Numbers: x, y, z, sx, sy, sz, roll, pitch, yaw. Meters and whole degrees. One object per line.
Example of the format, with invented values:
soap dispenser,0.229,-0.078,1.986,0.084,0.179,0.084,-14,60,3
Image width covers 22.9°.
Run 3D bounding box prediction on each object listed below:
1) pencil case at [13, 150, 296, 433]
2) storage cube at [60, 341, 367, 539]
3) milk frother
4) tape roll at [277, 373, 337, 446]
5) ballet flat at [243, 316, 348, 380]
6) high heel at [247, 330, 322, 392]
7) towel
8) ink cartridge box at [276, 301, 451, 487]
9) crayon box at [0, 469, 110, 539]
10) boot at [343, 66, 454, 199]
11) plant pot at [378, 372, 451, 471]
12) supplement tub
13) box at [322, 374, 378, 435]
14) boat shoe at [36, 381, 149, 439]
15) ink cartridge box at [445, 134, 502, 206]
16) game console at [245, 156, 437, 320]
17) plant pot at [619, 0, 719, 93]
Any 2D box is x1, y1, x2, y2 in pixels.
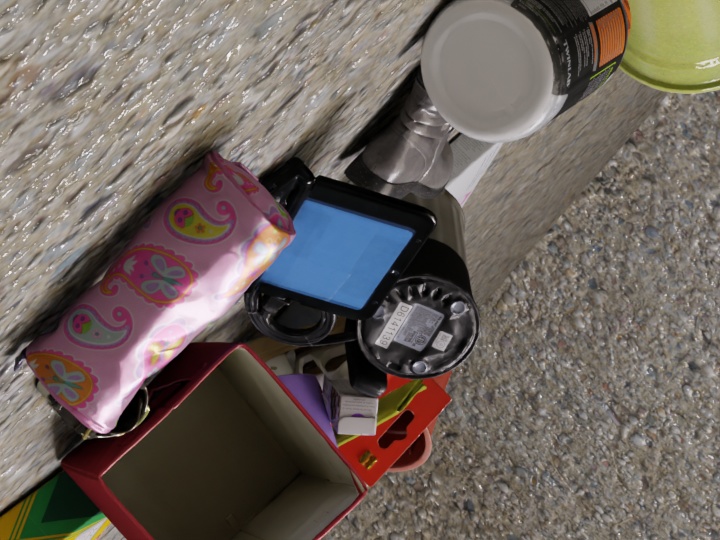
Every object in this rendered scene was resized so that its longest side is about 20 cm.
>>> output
pencil case,-0.135,0.014,1.184,0.200,0.087,0.087,-46,173,9
storage cube,-0.133,0.178,1.559,0.171,0.200,0.180,-44,-168,-16
milk frother,0.000,0.000,1.716,0.180,0.200,0.188,-41,-156,20
tape roll,-0.127,0.175,1.775,0.199,0.085,0.200,-16,167,-4
ballet flat,-0.054,0.090,1.845,0.199,0.063,0.069,-20,138,3
high heel,-0.127,0.158,1.946,0.200,0.096,0.067,-48,172,23
towel,-0.020,0.177,1.888,0.200,0.018,0.086,-32,-173,29
ink cartridge box,-0.024,0.130,1.950,0.160,0.200,0.047,-50,174,28
crayon box,-0.313,0.270,1.673,0.172,0.058,0.200,-38,170,-45
boot,0.070,-0.131,1.589,0.132,0.070,0.200,-54,174,21
plant pot,0.029,0.098,2.096,0.195,0.200,0.201,-60,-178,-34
supplement tub,0.143,-0.186,1.453,0.123,0.123,0.200,-50,171,33
box,-0.012,0.136,1.824,0.200,0.041,0.039,-157,-108,-83
boat shoe,-0.198,0.102,1.378,0.072,0.061,0.201,-45,173,-3
ink cartridge box,0.103,-0.101,2.029,0.200,0.043,0.196,-40,171,-26
game console,-0.059,0.010,1.430,0.176,0.116,0.200,-41,171,-31
plant pot,0.293,-0.282,1.605,0.200,0.200,0.184,-45,161,3
